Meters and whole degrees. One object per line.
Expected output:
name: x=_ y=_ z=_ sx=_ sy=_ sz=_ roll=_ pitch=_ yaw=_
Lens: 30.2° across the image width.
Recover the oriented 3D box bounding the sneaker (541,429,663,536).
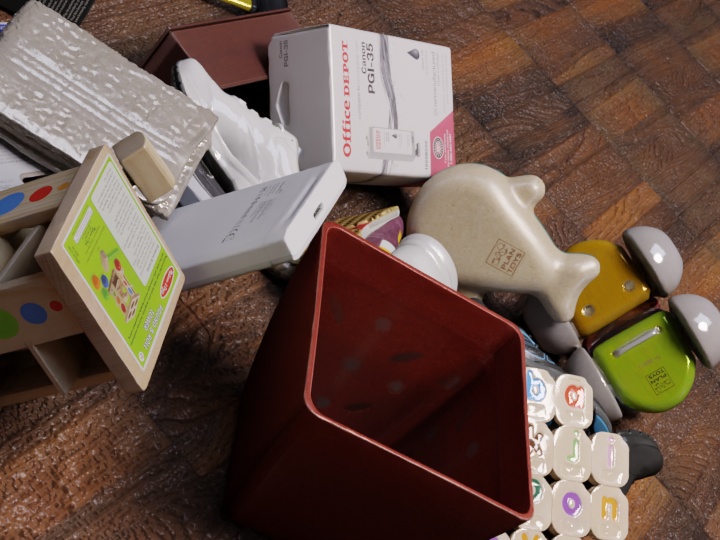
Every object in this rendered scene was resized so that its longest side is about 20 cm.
sneaker: x=0.217 y=0.206 z=1.271 sx=0.199 sy=0.076 sz=0.091 roll=-3 pitch=61 yaw=-35

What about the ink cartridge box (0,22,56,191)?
ink cartridge box: x=-0.303 y=-0.122 z=1.112 sx=0.197 sy=0.047 sz=0.200 roll=-13 pitch=65 yaw=-51

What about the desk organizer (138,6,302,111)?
desk organizer: x=-0.126 y=-0.205 z=1.348 sx=0.077 sy=0.072 sz=0.200 roll=53 pitch=36 yaw=9

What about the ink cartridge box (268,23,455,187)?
ink cartridge box: x=0.005 y=-0.163 z=1.362 sx=0.200 sy=0.083 sz=0.147 roll=-1 pitch=89 yaw=-50

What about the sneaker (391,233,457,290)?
sneaker: x=0.061 y=0.073 z=1.213 sx=0.100 sy=0.075 sz=0.201 roll=-38 pitch=108 yaw=-50

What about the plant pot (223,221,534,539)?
plant pot: x=-0.001 y=0.121 z=1.040 sx=0.199 sy=0.176 sz=0.200 roll=29 pitch=37 yaw=-21

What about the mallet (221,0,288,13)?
mallet: x=-0.164 y=-0.296 z=1.440 sx=0.199 sy=0.041 sz=0.066 roll=9 pitch=50 yaw=-33

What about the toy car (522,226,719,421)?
toy car: x=0.282 y=0.067 z=1.421 sx=0.201 sy=0.175 sz=0.150 roll=61 pitch=2 yaw=24

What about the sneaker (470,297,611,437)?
sneaker: x=0.171 y=0.099 z=1.323 sx=0.200 sy=0.073 sz=0.082 roll=38 pitch=35 yaw=-9

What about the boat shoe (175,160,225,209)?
boat shoe: x=-0.162 y=-0.081 z=1.191 sx=0.200 sy=0.070 sz=0.066 roll=49 pitch=18 yaw=13

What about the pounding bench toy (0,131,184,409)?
pounding bench toy: x=-0.226 y=-0.008 z=0.959 sx=0.200 sy=0.155 sz=0.125 roll=-78 pitch=148 yaw=-51

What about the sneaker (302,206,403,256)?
sneaker: x=0.000 y=0.000 z=1.271 sx=0.200 sy=0.075 sz=0.091 roll=-42 pitch=117 yaw=-66

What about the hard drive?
hard drive: x=-0.119 y=-0.025 z=1.066 sx=0.027 sy=0.199 sz=0.132 roll=64 pitch=29 yaw=-22

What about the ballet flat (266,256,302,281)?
ballet flat: x=-0.092 y=-0.078 z=1.269 sx=0.067 sy=0.046 sz=0.201 roll=7 pitch=49 yaw=-40

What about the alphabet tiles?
alphabet tiles: x=0.151 y=0.184 z=1.190 sx=0.199 sy=0.015 sz=0.197 roll=11 pitch=70 yaw=-19

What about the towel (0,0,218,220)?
towel: x=-0.223 y=-0.132 z=1.112 sx=0.200 sy=0.034 sz=0.133 roll=33 pitch=48 yaw=-11

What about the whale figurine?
whale figurine: x=0.146 y=-0.029 z=1.371 sx=0.199 sy=0.160 sz=0.104 roll=28 pitch=16 yaw=5

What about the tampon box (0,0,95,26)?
tampon box: x=-0.323 y=-0.342 z=1.244 sx=0.199 sy=0.126 sz=0.150 roll=26 pitch=38 yaw=-23

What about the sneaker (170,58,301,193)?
sneaker: x=-0.107 y=-0.112 z=1.225 sx=0.087 sy=0.075 sz=0.200 roll=-30 pitch=83 yaw=-22
